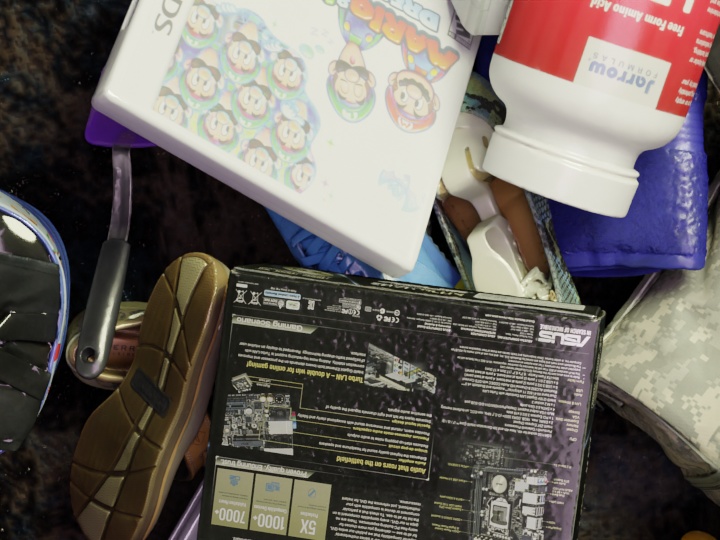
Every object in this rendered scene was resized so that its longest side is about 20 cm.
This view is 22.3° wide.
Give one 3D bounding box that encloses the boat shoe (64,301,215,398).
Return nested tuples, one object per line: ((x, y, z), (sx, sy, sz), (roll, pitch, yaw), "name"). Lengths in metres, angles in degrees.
((-0.077, 0.049, 1.099), (0.200, 0.063, 0.073), (-5, 95, -7), "boat shoe")

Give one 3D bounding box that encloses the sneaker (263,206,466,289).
((0.000, 0.000, 1.056), (0.066, 0.078, 0.200), (-27, 113, 36), "sneaker")

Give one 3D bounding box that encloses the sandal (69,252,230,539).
((-0.108, 0.082, 1.048), (0.054, 0.080, 0.200), (8, 116, -41), "sandal")

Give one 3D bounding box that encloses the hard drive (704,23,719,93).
((0.290, -0.087, 1.067), (0.038, 0.200, 0.140), (-46, 65, 36), "hard drive")

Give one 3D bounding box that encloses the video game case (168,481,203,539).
((-0.018, 0.180, 1.104), (0.200, 0.024, 0.182), (30, 89, -25), "video game case")

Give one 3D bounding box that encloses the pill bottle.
((0.137, -0.137, 0.998), (0.112, 0.112, 0.200), (16, 100, -8), "pill bottle")

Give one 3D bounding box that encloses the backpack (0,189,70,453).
((-0.260, 0.024, 1.030), (0.190, 0.154, 0.200), (16, 100, -2), "backpack")

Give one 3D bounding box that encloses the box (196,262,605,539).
((0.024, 0.089, 0.990), (0.200, 0.086, 0.164), (7, 93, 8), "box")

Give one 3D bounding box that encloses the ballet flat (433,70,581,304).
((0.075, -0.033, 1.060), (0.074, 0.074, 0.200), (-23, 77, -5), "ballet flat")

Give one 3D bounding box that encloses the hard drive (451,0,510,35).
((0.073, -0.250, 1.013), (0.026, 0.132, 0.200), (-3, 136, -17), "hard drive")

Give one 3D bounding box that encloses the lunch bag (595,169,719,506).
((0.245, 0.040, 1.104), (0.168, 0.139, 0.200), (38, 86, 2), "lunch bag")

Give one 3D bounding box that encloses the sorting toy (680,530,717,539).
((0.238, 0.203, 1.064), (0.200, 0.180, 0.107), (-8, 82, -41), "sorting toy")

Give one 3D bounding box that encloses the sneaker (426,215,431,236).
((-0.041, -0.090, 1.098), (0.115, 0.075, 0.200), (-24, 97, 8), "sneaker")

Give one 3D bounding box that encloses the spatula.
((-0.141, -0.033, 1.068), (0.056, 0.021, 0.200), (3, 76, 16), "spatula")

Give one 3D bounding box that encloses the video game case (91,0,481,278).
((-0.031, -0.118, 1.010), (0.200, 0.024, 0.182), (30, 60, -23), "video game case")

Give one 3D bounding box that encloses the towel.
((0.139, -0.096, 1.090), (0.148, 0.050, 0.200), (1, 91, 29), "towel")
